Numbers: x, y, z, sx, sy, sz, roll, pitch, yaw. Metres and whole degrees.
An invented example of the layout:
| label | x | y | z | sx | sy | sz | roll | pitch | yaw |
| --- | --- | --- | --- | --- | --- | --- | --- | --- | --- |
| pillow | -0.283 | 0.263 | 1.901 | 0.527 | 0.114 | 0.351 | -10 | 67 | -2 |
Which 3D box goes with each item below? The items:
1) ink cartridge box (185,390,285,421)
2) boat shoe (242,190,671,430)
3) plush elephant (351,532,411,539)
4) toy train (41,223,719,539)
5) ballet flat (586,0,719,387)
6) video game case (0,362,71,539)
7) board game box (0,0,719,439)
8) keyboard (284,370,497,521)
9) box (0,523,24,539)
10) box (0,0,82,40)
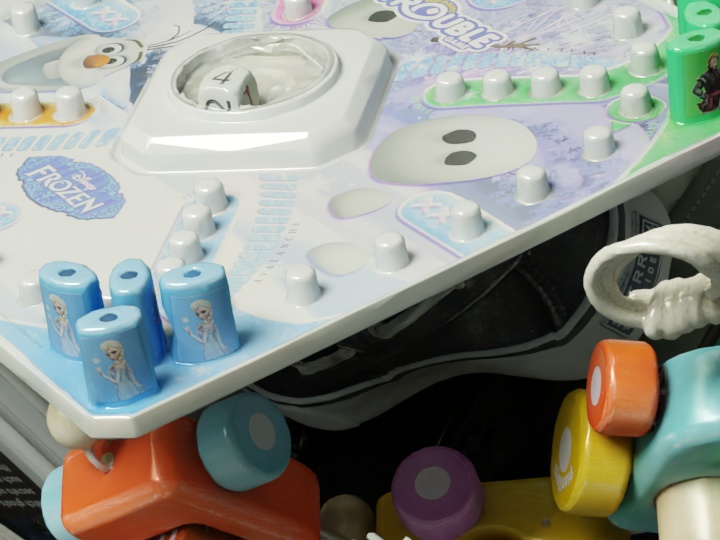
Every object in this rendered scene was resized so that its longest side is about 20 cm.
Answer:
| label | x | y | z | sx | sy | sz | roll | pitch | yaw |
| --- | --- | --- | --- | --- | --- | --- | --- | --- | --- |
| ink cartridge box | -0.123 | -0.008 | 0.907 | 0.200 | 0.086 | 0.147 | -6 | 91 | 52 |
| boat shoe | 0.000 | 0.000 | 0.736 | 0.200 | 0.068 | 0.072 | -5 | 65 | 61 |
| plush elephant | 0.049 | 0.163 | 0.504 | 0.200 | 0.155 | 0.165 | 34 | 39 | 29 |
| toy train | 0.025 | 0.058 | 0.649 | 0.200 | 0.150 | 0.056 | -20 | 56 | 34 |
| ballet flat | 0.097 | -0.040 | 0.729 | 0.200 | 0.064 | 0.067 | -57 | 1 | -15 |
| video game case | -0.150 | 0.054 | 0.844 | 0.200 | 0.182 | 0.023 | -6 | 44 | 50 |
| board game box | -0.026 | -0.048 | 0.663 | 0.200 | 0.026 | 0.200 | -26 | 34 | -25 |
| keyboard | 0.030 | 0.015 | 0.791 | 0.200 | 0.040 | 0.104 | -64 | 27 | -1 |
| box | -0.124 | 0.147 | 0.686 | 0.171 | 0.199 | 0.200 | -55 | 30 | -8 |
| box | -0.043 | -0.080 | 0.793 | 0.200 | 0.117 | 0.060 | -42 | 0 | -25 |
